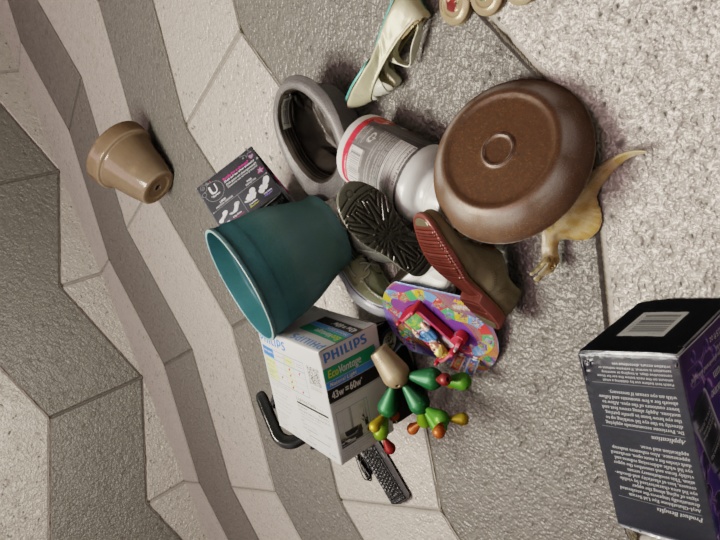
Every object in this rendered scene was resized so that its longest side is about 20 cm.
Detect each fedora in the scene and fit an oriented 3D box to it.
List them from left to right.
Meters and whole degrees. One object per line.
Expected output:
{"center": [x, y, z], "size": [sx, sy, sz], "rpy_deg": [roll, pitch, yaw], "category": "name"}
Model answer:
{"center": [-0.059, -0.226, 0.941], "size": [0.202, 0.090, 0.176], "rpy_deg": [59, 145, 2], "category": "fedora"}

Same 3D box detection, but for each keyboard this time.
{"center": [0.021, 0.407, 1.204], "size": [0.202, 0.039, 0.104], "rpy_deg": [57, 142, 17], "category": "keyboard"}

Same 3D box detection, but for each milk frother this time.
{"center": [-0.115, 0.295, 1.250], "size": [0.190, 0.179, 0.200], "rpy_deg": [57, -177, 23], "category": "milk frother"}

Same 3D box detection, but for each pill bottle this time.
{"center": [0.065, -0.137, 0.810], "size": [0.199, 0.110, 0.112], "rpy_deg": [37, 134, 36], "category": "pill bottle"}

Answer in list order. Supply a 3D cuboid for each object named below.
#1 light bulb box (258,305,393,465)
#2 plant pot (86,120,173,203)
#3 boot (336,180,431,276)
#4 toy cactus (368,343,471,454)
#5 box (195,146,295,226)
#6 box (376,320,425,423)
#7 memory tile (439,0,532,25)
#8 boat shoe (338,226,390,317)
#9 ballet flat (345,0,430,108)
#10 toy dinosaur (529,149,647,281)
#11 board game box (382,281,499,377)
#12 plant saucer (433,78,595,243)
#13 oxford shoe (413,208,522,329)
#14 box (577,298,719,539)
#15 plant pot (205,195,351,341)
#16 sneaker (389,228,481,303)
{"center": [-0.062, 0.185, 0.979], "size": [0.197, 0.124, 0.204], "rpy_deg": [11, 117, 50], "category": "light bulb box"}
{"center": [-0.624, -0.281, 1.584], "size": [0.174, 0.200, 0.201], "rpy_deg": [40, 138, 9], "category": "plant pot"}
{"center": [0.015, -0.065, 0.854], "size": [0.182, 0.073, 0.200], "rpy_deg": [47, 180, -19], "category": "boot"}
{"center": [0.071, 0.195, 0.882], "size": [0.166, 0.102, 0.200], "rpy_deg": [52, 127, 2], "category": "toy cactus"}
{"center": [-0.191, -0.114, 1.064], "size": [0.115, 0.131, 0.200], "rpy_deg": [53, 180, 18], "category": "box"}
{"center": [0.011, 0.195, 1.069], "size": [0.199, 0.085, 0.166], "rpy_deg": [-24, 88, 54], "category": "box"}
{"center": [0.140, -0.403, 0.659], "size": [0.152, 0.017, 0.204], "rpy_deg": [10, 115, 50], "category": "memory tile"}
{"center": [0.000, 0.000, 0.999], "size": [0.200, 0.071, 0.063], "rpy_deg": [46, 141, 32], "category": "boat shoe"}
{"center": [0.039, -0.296, 0.810], "size": [0.070, 0.069, 0.201], "rpy_deg": [54, 141, 18], "category": "ballet flat"}
{"center": [0.243, -0.084, 0.672], "size": [0.100, 0.058, 0.202], "rpy_deg": [35, 130, 14], "category": "toy dinosaur"}
{"center": [0.110, 0.098, 0.866], "size": [0.197, 0.039, 0.160], "rpy_deg": [12, 137, 33], "category": "board game box"}
{"center": [0.165, -0.134, 0.659], "size": [0.198, 0.036, 0.205], "rpy_deg": [-10, 72, 35], "category": "plant saucer"}
{"center": [0.143, -0.015, 0.752], "size": [0.201, 0.075, 0.070], "rpy_deg": [50, 168, -26], "category": "oxford shoe"}
{"center": [0.326, 0.150, 0.590], "size": [0.103, 0.147, 0.204], "rpy_deg": [-7, 103, 52], "category": "box"}
{"center": [-0.122, -0.021, 0.935], "size": [0.200, 0.186, 0.202], "rpy_deg": [46, 156, 28], "category": "plant pot"}
{"center": [0.130, -0.002, 0.849], "size": [0.084, 0.073, 0.200], "rpy_deg": [40, 140, -8], "category": "sneaker"}
